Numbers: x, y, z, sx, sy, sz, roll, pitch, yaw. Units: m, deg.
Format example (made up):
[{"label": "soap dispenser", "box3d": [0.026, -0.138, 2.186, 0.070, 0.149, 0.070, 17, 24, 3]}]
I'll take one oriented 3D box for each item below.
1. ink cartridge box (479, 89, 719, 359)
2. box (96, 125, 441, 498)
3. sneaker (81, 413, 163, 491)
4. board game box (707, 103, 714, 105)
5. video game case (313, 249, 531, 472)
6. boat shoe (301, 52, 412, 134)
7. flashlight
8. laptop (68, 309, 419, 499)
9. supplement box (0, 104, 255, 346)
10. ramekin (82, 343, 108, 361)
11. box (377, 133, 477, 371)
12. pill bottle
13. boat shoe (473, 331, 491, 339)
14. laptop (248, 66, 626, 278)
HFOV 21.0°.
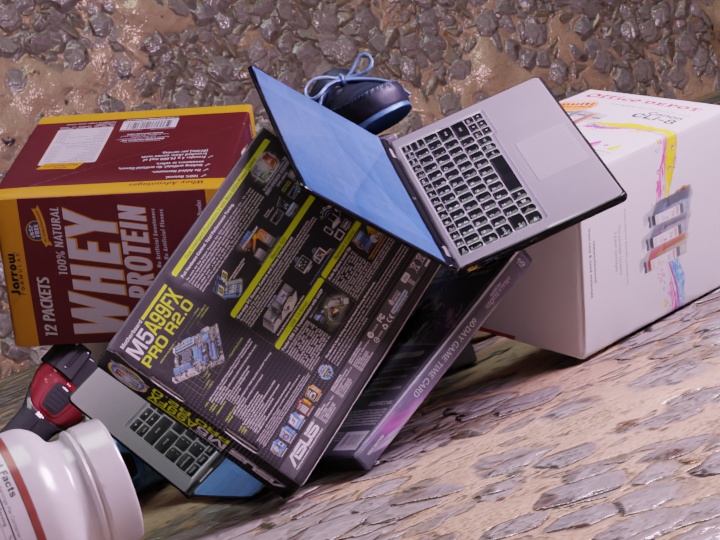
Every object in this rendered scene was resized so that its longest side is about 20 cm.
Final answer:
[{"label": "ink cartridge box", "box3d": [0.175, -0.043, 1.495, 0.144, 0.146, 0.199, 13, 26, 42]}, {"label": "box", "box3d": [-0.058, 0.027, 1.324, 0.201, 0.160, 0.044, -57, 3, -24]}, {"label": "sneaker", "box3d": [-0.169, 0.134, 1.589, 0.089, 0.079, 0.200, -16, 5, 5]}, {"label": "board game box", "box3d": [0.202, -0.097, 1.710, 0.198, 0.028, 0.135, -19, 2, -14]}, {"label": "video game case", "box3d": [0.026, 0.065, 1.389, 0.200, 0.019, 0.143, -49, 16, -23]}, {"label": "boat shoe", "box3d": [-0.022, -0.140, 1.673, 0.084, 0.069, 0.200, -20, 1, -27]}, {"label": "flashlight", "box3d": [-0.288, 0.148, 1.612, 0.068, 0.068, 0.200, 29, 72, 42]}, {"label": "laptop", "box3d": [-0.090, 0.064, 1.440, 0.187, 0.199, 0.116, -47, -20, -22]}, {"label": "supplement box", "box3d": [-0.190, -0.041, 1.660, 0.195, 0.134, 0.200, -3, 24, 5]}, {"label": "ramekin", "box3d": [-0.175, 0.074, 1.788, 0.200, 0.105, 0.200, -39, -1, -1]}, {"label": "box", "box3d": [0.000, 0.000, 1.628, 0.131, 0.202, 0.115, -20, 3, -3]}, {"label": "pill bottle", "box3d": [-0.246, 0.171, 1.250, 0.198, 0.113, 0.112, -21, 4, -19]}, {"label": "boat shoe", "box3d": [0.058, 0.015, 1.733, 0.198, 0.073, 0.072, 0, 27, 6]}, {"label": "laptop", "box3d": [0.049, -0.095, 1.341, 0.198, 0.117, 0.188, -24, 34, -1]}]
